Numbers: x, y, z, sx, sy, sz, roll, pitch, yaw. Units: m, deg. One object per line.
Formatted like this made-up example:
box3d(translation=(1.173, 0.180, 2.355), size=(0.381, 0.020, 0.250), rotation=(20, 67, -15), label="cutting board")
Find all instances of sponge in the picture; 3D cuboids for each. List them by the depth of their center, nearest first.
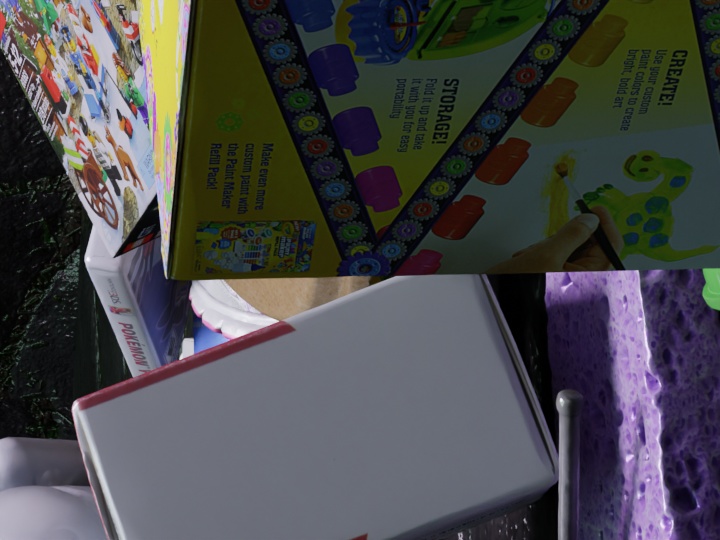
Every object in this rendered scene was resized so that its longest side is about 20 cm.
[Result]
box3d(translation=(0.090, 0.030, 0.741), size=(0.112, 0.030, 0.201), rotation=(122, 146, -70), label="sponge")

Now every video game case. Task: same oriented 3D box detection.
box3d(translation=(-0.094, -0.060, 1.138), size=(0.182, 0.023, 0.201), rotation=(84, -162, -69), label="video game case")

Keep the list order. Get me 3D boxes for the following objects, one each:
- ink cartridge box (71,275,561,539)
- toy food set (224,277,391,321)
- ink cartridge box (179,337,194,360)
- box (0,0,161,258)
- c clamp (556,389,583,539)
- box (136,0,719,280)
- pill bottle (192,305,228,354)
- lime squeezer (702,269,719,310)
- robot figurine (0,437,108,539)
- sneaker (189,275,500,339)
box3d(translation=(-0.011, 0.067, 0.812), size=(0.200, 0.145, 0.083), rotation=(71, 178, -82), label="ink cartridge box")
box3d(translation=(-0.046, -0.065, 0.905), size=(0.200, 0.049, 0.198), rotation=(47, 153, 36), label="toy food set")
box3d(translation=(-0.056, 0.112, 1.345), size=(0.200, 0.082, 0.147), rotation=(179, 91, -78), label="ink cartridge box")
box3d(translation=(-0.095, -0.096, 0.862), size=(0.137, 0.038, 0.200), rotation=(61, 159, 6), label="box")
box3d(translation=(0.094, 0.157, 0.650), size=(0.200, 0.027, 0.172), rotation=(-126, 28, -57), label="c clamp")
box3d(translation=(0.040, -0.111, 0.567), size=(0.122, 0.192, 0.201), rotation=(101, 163, -47), label="box")
box3d(translation=(-0.030, 0.001, 1.139), size=(0.112, 0.112, 0.201), rotation=(167, 102, -79), label="pill bottle")
box3d(translation=(0.103, -0.024, 0.621), size=(0.071, 0.038, 0.200), rotation=(71, -177, -51), label="lime squeezer")
box3d(translation=(-0.107, 0.148, 0.935), size=(0.113, 0.200, 0.170), rotation=(-37, 64, 27), label="robot figurine")
box3d(translation=(0.000, 0.000, 1.005), size=(0.200, 0.081, 0.089), rotation=(10, 86, 48), label="sneaker")
